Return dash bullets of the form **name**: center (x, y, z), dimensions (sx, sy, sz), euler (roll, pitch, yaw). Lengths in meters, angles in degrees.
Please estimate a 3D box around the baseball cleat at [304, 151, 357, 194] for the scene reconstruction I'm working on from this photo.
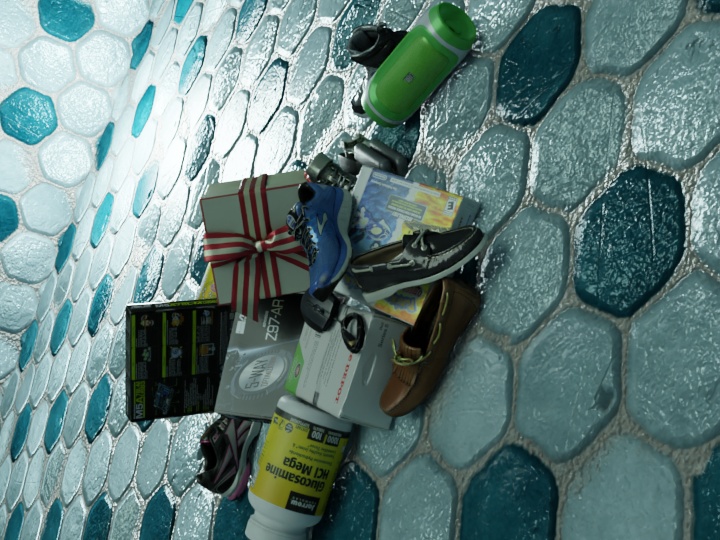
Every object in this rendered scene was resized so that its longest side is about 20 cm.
- **baseball cleat**: center (-0.033, -0.126, 1.692), dimensions (0.070, 0.106, 0.200), euler (-51, 30, -5)

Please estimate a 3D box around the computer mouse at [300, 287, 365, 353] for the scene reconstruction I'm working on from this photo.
- **computer mouse**: center (-0.042, 0.065, 1.486), dimensions (0.059, 0.034, 0.200), euler (-64, 27, 3)

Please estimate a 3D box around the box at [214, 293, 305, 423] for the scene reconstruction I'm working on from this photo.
- **box**: center (-0.127, 0.134, 1.677), dimensions (0.159, 0.044, 0.202), euler (5, 73, 23)

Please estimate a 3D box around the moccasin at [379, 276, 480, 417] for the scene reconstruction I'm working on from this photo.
- **moccasin**: center (0.076, 0.098, 1.383), dimensions (0.202, 0.077, 0.074), euler (-58, 32, 23)

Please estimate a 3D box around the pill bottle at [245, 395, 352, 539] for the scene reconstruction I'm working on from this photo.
- **pill bottle**: center (-0.091, 0.287, 1.532), dimensions (0.112, 0.112, 0.202), euler (15, 87, 62)

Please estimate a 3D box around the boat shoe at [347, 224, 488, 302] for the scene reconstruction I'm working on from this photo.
- **boat shoe**: center (0.069, -0.020, 1.382), dimensions (0.199, 0.061, 0.074), euler (-21, 20, 39)

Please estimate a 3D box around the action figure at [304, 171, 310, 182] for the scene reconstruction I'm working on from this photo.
- **action figure**: center (-0.094, -0.103, 1.855), dimensions (0.065, 0.051, 0.202), euler (-6, 63, 54)

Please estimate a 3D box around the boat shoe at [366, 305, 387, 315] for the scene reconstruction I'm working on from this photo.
- **boat shoe**: center (0.000, 0.000, 1.597), dimensions (0.072, 0.065, 0.200), euler (-61, 29, 17)

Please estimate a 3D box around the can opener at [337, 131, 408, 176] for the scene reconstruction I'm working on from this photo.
- **can opener**: center (0.019, -0.174, 1.705), dimensions (0.200, 0.052, 0.067), euler (-143, 40, -63)

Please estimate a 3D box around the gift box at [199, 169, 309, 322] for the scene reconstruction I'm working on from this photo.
- **gift box**: center (-0.138, -0.040, 1.645), dimensions (0.187, 0.183, 0.202), euler (-107, 3, -77)

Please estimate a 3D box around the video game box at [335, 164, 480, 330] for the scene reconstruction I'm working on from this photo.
- **video game box**: center (0.049, -0.034, 1.490), dimensions (0.199, 0.047, 0.184), euler (22, 94, 43)

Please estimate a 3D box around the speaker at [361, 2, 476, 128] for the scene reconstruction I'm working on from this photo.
- **speaker**: center (0.084, -0.302, 1.614), dimensions (0.200, 0.088, 0.089), euler (-45, 37, 40)

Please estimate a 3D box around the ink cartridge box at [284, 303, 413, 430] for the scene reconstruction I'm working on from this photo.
- **ink cartridge box**: center (-0.015, 0.127, 1.524), dimensions (0.200, 0.083, 0.147), euler (13, 85, 63)

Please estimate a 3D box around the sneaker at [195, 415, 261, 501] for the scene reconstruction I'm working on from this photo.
- **sneaker**: center (-0.221, 0.273, 1.805), dimensions (0.080, 0.086, 0.202), euler (-28, 49, 50)

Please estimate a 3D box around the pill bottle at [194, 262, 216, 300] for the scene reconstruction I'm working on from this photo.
- **pill bottle**: center (-0.238, 0.039, 1.967), dimensions (0.104, 0.104, 0.202), euler (32, 101, 62)

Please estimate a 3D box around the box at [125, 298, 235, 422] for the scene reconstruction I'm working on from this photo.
- **box**: center (-0.304, 0.151, 1.860), dimensions (0.047, 0.191, 0.202), euler (-142, 51, -62)

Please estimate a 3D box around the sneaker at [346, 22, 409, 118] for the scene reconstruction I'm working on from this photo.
- **sneaker**: center (0.016, -0.323, 1.721), dimensions (0.200, 0.113, 0.076), euler (-38, 41, 46)

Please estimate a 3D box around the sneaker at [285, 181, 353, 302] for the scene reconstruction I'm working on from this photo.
- **sneaker**: center (-0.064, -0.042, 1.485), dimensions (0.079, 0.089, 0.201), euler (-53, 27, 39)
